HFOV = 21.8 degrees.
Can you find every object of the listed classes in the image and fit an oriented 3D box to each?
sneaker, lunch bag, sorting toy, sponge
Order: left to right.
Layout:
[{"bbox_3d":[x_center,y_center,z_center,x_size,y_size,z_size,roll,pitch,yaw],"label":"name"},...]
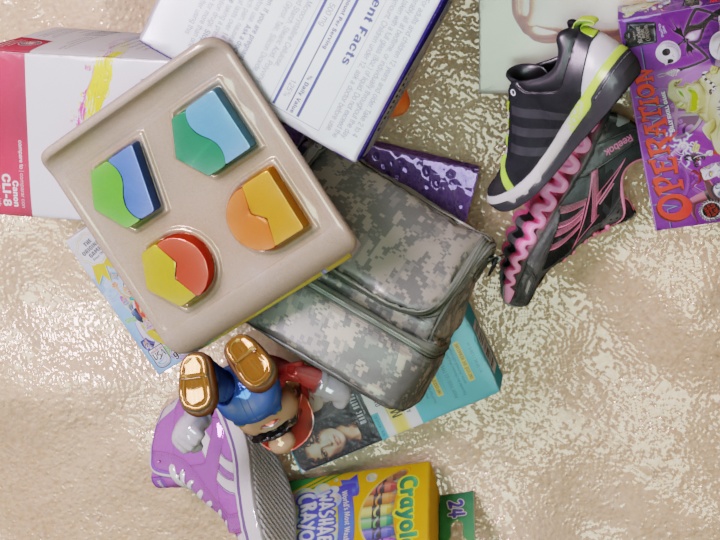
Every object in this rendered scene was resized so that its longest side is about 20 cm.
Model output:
[{"bbox_3d":[-0.128,-0.053,1.451,0.185,0.036,0.200,-32,99,20],"label":"sorting toy"},{"bbox_3d":[-0.128,0.195,1.680,0.114,0.073,0.201,-30,55,18],"label":"sneaker"},{"bbox_3d":[-0.004,-0.061,1.652,0.199,0.030,0.112,14,105,4],"label":"sponge"},{"bbox_3d":[0.000,0.000,1.578,0.199,0.139,0.168,31,94,10],"label":"lunch bag"},{"bbox_3d":[0.148,-0.131,1.505,0.083,0.072,0.200,40,133,2],"label":"sneaker"},{"bbox_3d":[0.188,-0.049,1.613,0.095,0.079,0.201,22,108,-10],"label":"sneaker"}]

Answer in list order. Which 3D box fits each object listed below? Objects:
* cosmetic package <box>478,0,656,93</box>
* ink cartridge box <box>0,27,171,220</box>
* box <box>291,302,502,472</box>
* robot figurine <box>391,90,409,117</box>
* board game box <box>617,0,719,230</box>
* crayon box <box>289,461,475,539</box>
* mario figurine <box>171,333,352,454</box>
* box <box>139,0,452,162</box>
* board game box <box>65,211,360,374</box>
[{"bbox_3d":[0.199,-0.195,1.553,0.199,0.103,0.088,0,105,6],"label":"cosmetic package"},{"bbox_3d":[-0.199,-0.123,1.589,0.199,0.145,0.146,5,105,17],"label":"ink cartridge box"},{"bbox_3d":[0.021,0.104,1.681,0.199,0.049,0.083,-24,100,13],"label":"box"},{"bbox_3d":[-0.028,-0.214,1.573,0.143,0.117,0.201,-21,100,15],"label":"robot figurine"},{"bbox_3d":[0.280,-0.128,1.500,0.119,0.032,0.201,-6,124,17],"label":"board game box"},{"bbox_3d":[0.002,0.240,1.677,0.199,0.126,0.052,-9,130,9],"label":"crayon box"},{"bbox_3d":[-0.081,0.118,1.573,0.123,0.200,0.107,13,81,16],"label":"mario figurine"},{"bbox_3d":[-0.037,-0.218,1.457,0.199,0.105,0.184,30,108,2],"label":"box"},{"bbox_3d":[-0.119,-0.022,1.498,0.199,0.034,0.135,-32,99,20],"label":"board game box"}]
